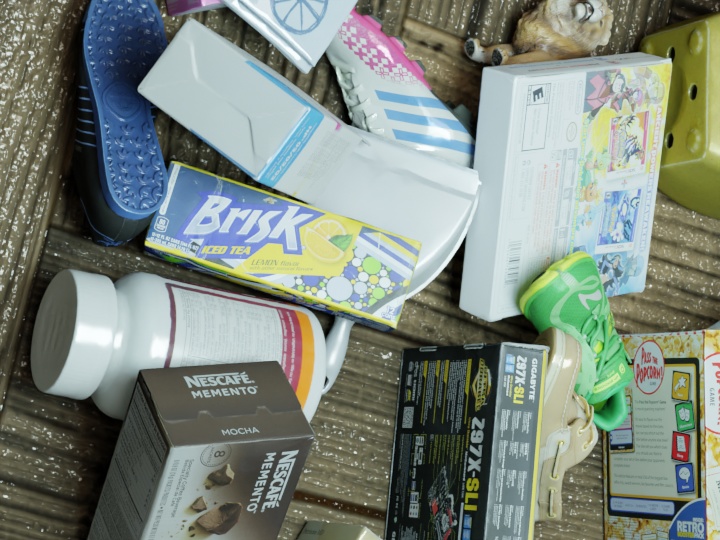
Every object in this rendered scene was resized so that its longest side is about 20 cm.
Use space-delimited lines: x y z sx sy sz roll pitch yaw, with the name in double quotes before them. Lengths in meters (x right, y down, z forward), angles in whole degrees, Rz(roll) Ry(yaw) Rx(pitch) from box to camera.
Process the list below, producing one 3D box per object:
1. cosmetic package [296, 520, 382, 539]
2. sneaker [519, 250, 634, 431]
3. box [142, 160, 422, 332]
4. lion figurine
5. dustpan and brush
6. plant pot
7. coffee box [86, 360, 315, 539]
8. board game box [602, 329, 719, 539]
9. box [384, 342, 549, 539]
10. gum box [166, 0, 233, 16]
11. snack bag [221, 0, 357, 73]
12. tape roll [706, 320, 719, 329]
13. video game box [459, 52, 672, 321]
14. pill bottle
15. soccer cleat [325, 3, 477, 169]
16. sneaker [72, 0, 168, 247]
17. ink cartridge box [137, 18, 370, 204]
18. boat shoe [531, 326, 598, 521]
"cosmetic package" -0.045 0.291 1.698 0.071 0.105 0.200 40 69 -20
"sneaker" 0.184 0.057 1.793 0.074 0.084 0.200 -37 143 -10
"box" -0.060 -0.017 1.690 0.199 0.064 0.070 18 82 -5
"lion figurine" 0.149 -0.134 1.853 0.122 0.072 0.201 -3 103 -36
"dustpan and brush" 0.000 0.000 1.761 0.139 0.057 0.201 19 80 2
"plant pot" 0.342 -0.139 1.886 0.199 0.194 0.197 4 85 -23
"coffee box" -0.120 0.166 1.616 0.113 0.080 0.201 -1 131 -28
"board game box" 0.256 0.150 1.840 0.046 0.151 0.201 1 87 -28
"box" 0.079 0.158 1.739 0.049 0.159 0.201 9 82 -28
"gum box" -0.068 -0.269 1.736 0.199 0.066 0.114 -14 95 -28
"snack bag" -0.062 -0.281 1.689 0.200 0.021 0.189 39 72 -23
"tape roll" 0.353 0.125 1.864 0.071 0.202 0.203 -28 100 -26
"video game box" 0.166 -0.071 1.811 0.182 0.047 0.201 -8 111 -38
"pill bottle" -0.134 0.062 1.659 0.199 0.109 0.110 13 81 -27
"soccer cleat" 0.018 -0.131 1.775 0.200 0.070 0.086 43 85 -14
"sneaker" -0.185 -0.115 1.671 0.070 0.078 0.201 9 62 -25
"ink cartridge box" -0.073 -0.111 1.660 0.115 0.200 0.068 38 95 14
"boat shoe" 0.153 0.125 1.773 0.069 0.201 0.074 10 44 -3
